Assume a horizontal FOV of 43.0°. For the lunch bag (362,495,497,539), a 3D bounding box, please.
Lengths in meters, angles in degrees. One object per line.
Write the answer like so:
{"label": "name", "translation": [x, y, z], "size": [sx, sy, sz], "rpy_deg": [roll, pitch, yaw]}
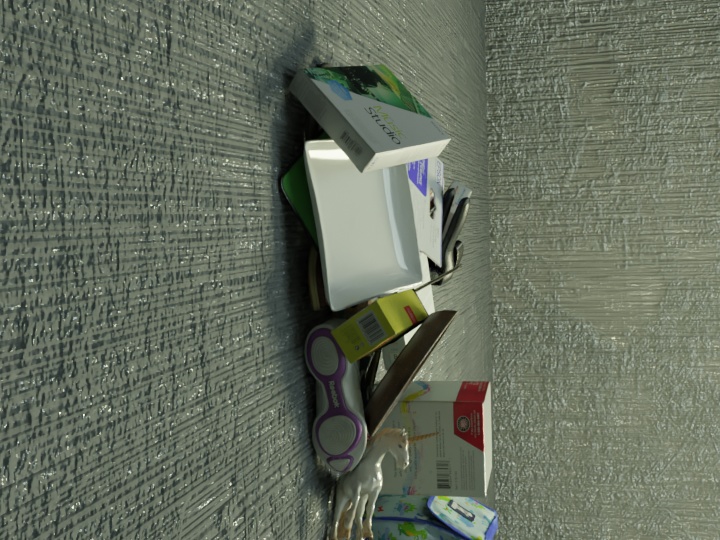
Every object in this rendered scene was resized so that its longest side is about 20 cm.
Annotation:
{"label": "lunch bag", "translation": [0.111, 0.412, 1.442], "size": [0.170, 0.197, 0.129], "rpy_deg": [-16, 105, -74]}

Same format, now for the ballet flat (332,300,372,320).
{"label": "ballet flat", "translation": [0.000, 0.000, 1.299], "size": [0.201, 0.067, 0.068], "rpy_deg": [-77, 154, -49]}

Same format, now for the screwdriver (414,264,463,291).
{"label": "screwdriver", "translation": [0.057, 0.040, 1.293], "size": [0.028, 0.198, 0.029], "rpy_deg": [61, -3, 1]}

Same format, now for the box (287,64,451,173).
{"label": "box", "translation": [0.017, -0.196, 1.147], "size": [0.145, 0.036, 0.199], "rpy_deg": [50, 31, 12]}

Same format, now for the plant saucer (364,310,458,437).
{"label": "plant saucer", "translation": [0.061, 0.128, 1.206], "size": [0.201, 0.032, 0.200], "rpy_deg": [-53, 172, -10]}

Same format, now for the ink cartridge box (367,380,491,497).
{"label": "ink cartridge box", "translation": [0.099, 0.254, 1.405], "size": [0.145, 0.197, 0.148], "rpy_deg": [-29, 118, -77]}

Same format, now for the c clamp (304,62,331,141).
{"label": "c clamp", "translation": [-0.037, -0.183, 1.233], "size": [0.201, 0.027, 0.172], "rpy_deg": [-76, 160, -47]}

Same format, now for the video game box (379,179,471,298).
{"label": "video game box", "translation": [0.116, -0.047, 1.594], "size": [0.201, 0.046, 0.182], "rpy_deg": [-58, -179, 22]}

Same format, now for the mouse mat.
{"label": "mouse mat", "translation": [-0.018, -0.076, 1.144], "size": [0.161, 0.007, 0.201], "rpy_deg": [-54, 126, -40]}

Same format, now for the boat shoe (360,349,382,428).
{"label": "boat shoe", "translation": [-0.001, 0.177, 1.286], "size": [0.075, 0.061, 0.202], "rpy_deg": [72, 23, -54]}

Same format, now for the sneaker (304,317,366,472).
{"label": "sneaker", "translation": [-0.021, 0.158, 1.179], "size": [0.100, 0.074, 0.203], "rpy_deg": [-40, 128, -70]}

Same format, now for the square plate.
{"label": "square plate", "translation": [0.002, -0.065, 1.141], "size": [0.197, 0.028, 0.203], "rpy_deg": [-15, 97, -51]}

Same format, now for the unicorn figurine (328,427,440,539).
{"label": "unicorn figurine", "translation": [0.007, 0.285, 1.199], "size": [0.073, 0.199, 0.139], "rpy_deg": [27, 57, -24]}

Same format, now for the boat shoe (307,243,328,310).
{"label": "boat shoe", "translation": [-0.020, -0.014, 1.200], "size": [0.200, 0.071, 0.073], "rpy_deg": [-63, 149, -62]}

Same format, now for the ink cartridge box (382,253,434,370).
{"label": "ink cartridge box", "translation": [0.063, 0.026, 1.383], "size": [0.160, 0.047, 0.202], "rpy_deg": [-55, 138, -57]}

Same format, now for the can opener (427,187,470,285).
{"label": "can opener", "translation": [0.130, -0.051, 1.440], "size": [0.079, 0.063, 0.201], "rpy_deg": [-56, 161, -39]}

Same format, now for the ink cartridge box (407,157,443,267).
{"label": "ink cartridge box", "translation": [0.050, -0.128, 1.304], "size": [0.200, 0.043, 0.200], "rpy_deg": [40, 43, -39]}

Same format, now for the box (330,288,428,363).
{"label": "box", "translation": [0.030, 0.068, 1.171], "size": [0.050, 0.075, 0.200], "rpy_deg": [57, 14, 7]}

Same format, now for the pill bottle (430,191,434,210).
{"label": "pill bottle", "translation": [0.080, -0.151, 1.524], "size": [0.200, 0.111, 0.114], "rpy_deg": [19, 71, -75]}
